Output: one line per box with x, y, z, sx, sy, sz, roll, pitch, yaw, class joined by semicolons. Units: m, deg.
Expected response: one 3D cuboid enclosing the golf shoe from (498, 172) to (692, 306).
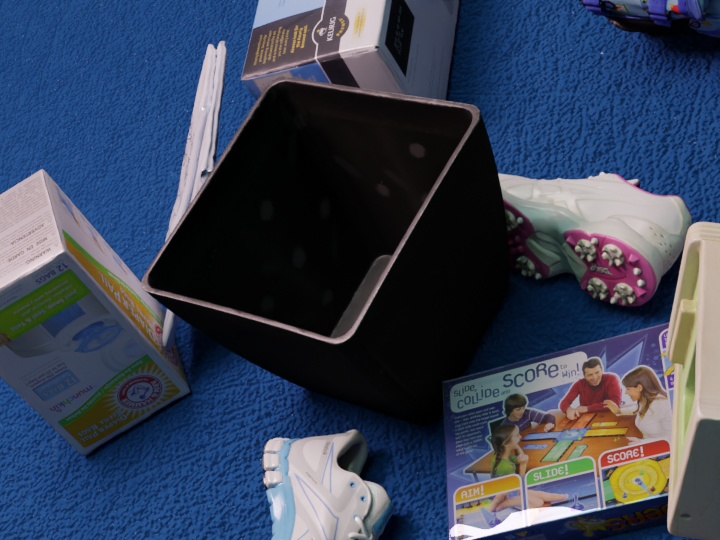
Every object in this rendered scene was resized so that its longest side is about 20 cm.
0.158;-0.038;1.192;0.199;0.076;0.091;25;55;40;golf shoe

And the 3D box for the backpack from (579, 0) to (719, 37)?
0.279;-0.262;1.214;0.199;0.134;0.184;17;104;32;backpack

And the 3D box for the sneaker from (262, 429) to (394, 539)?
-0.017;0.188;1.107;0.086;0.075;0.201;-18;47;10;sneaker

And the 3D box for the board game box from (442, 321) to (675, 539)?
0.154;0.114;1.084;0.198;0.035;0.136;-16;49;19;board game box

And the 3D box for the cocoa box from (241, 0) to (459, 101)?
-0.004;-0.208;1.374;0.130;0.134;0.201;-10;50;25;cocoa box

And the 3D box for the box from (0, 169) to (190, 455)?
-0.236;0.037;1.271;0.112;0.200;0.102;-30;45;4;box

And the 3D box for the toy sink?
0.247;0.050;0.980;0.111;0.131;0.201;7;52;7;toy sink

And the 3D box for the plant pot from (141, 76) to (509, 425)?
0.000;0.000;1.172;0.199;0.178;0.200;13;63;39;plant pot

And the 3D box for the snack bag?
-0.140;-0.060;1.306;0.021;0.190;0.201;11;37;-10;snack bag
